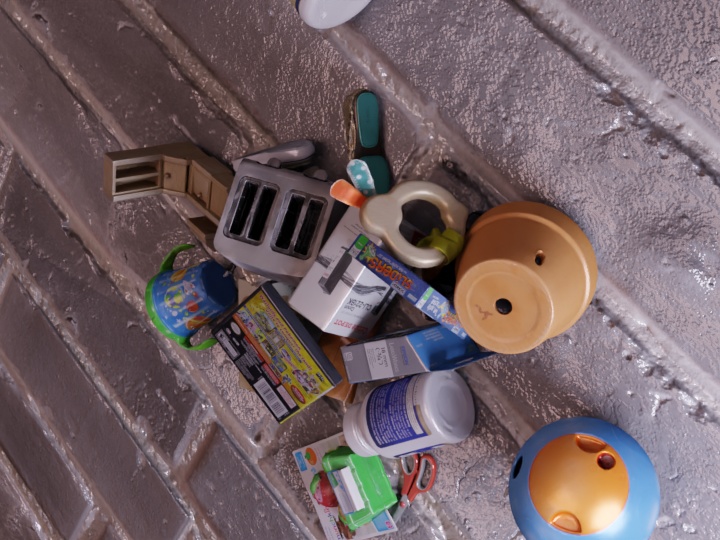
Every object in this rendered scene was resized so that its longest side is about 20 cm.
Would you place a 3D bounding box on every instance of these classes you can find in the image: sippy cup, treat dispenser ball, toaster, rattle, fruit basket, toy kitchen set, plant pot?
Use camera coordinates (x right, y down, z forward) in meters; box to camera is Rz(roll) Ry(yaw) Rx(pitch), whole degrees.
[{"bbox_3d":[-0.309,0.047,1.799,0.130,0.140,0.178,-25,109,29],"label":"sippy cup"},{"bbox_3d":[0.300,0.299,1.303,0.200,0.200,0.203,10,106,37],"label":"treat dispenser ball"},{"bbox_3d":[-0.124,-0.069,1.540,0.180,0.119,0.201,17,83,15],"label":"toaster"},{"bbox_3d":[0.043,-0.069,1.368,0.199,0.143,0.131,15,86,-7],"label":"rattle"},{"bbox_3d":[-0.037,0.380,1.667,0.199,0.093,0.186,-28,82,43],"label":"fruit basket"},{"bbox_3d":[-0.336,-0.109,1.732,0.200,0.180,0.164,37,129,40],"label":"toy kitchen set"},{"bbox_3d":[0.213,0.023,1.319,0.199,0.140,0.202,9,116,20],"label":"plant pot"}]

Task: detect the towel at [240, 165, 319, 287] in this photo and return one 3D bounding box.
[{"bbox_3d":[-0.128,-0.072,1.619,0.199,0.034,0.133,-29,76,5],"label":"towel"}]

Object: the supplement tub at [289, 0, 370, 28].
[{"bbox_3d":[-0.075,-0.488,1.473,0.145,0.145,0.201,-45,71,36],"label":"supplement tub"}]

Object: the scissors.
[{"bbox_3d":[0.081,0.388,1.623,0.073,0.014,0.201,25,114,32],"label":"scissors"}]

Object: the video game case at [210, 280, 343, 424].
[{"bbox_3d":[-0.141,0.139,1.591,0.200,0.025,0.181,53,134,2],"label":"video game case"}]

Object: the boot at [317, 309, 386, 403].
[{"bbox_3d":[-0.058,0.098,1.614,0.187,0.068,0.201,24,98,20],"label":"boot"}]

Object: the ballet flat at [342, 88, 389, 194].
[{"bbox_3d":[0.004,-0.186,1.537,0.075,0.067,0.202,-5,91,61],"label":"ballet flat"}]

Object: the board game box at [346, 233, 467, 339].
[{"bbox_3d":[0.076,0.025,1.363,0.135,0.200,0.035,38,92,30],"label":"board game box"}]

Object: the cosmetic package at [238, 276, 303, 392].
[{"bbox_3d":[-0.156,0.107,1.697,0.071,0.105,0.202,11,108,36],"label":"cosmetic package"}]

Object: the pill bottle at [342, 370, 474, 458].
[{"bbox_3d":[0.070,0.232,1.528,0.199,0.119,0.121,-24,85,40],"label":"pill bottle"}]

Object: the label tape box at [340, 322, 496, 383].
[{"bbox_3d":[0.092,0.119,1.471,0.199,0.144,0.064,-14,89,39],"label":"label tape box"}]

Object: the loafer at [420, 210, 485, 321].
[{"bbox_3d":[0.133,-0.003,1.462,0.072,0.063,0.201,40,122,23],"label":"loafer"}]

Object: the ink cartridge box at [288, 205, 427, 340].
[{"bbox_3d":[0.000,0.000,1.477,0.084,0.144,0.201,38,98,27],"label":"ink cartridge box"}]

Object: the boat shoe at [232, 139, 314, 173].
[{"bbox_3d":[-0.143,-0.180,1.655,0.199,0.072,0.062,-4,111,49],"label":"boat shoe"}]
